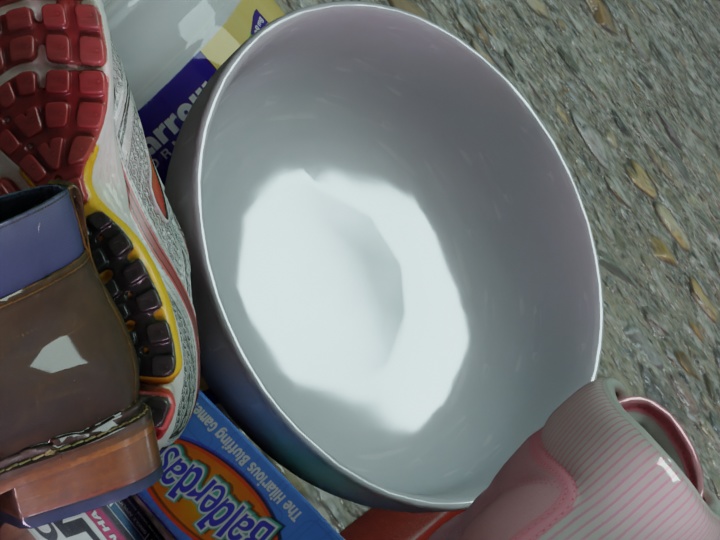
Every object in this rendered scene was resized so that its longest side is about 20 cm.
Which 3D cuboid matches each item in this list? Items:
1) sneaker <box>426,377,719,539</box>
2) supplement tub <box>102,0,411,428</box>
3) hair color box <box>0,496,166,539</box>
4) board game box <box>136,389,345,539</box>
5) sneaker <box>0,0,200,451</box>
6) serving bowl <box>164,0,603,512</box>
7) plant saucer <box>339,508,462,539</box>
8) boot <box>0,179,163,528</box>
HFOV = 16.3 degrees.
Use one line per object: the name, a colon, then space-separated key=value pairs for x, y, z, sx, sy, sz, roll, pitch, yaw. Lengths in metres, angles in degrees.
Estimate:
sneaker: x=0.070 y=0.096 z=0.859 sx=0.075 sy=0.105 sz=0.200 roll=46 pitch=-9 yaw=5
supplement tub: x=-0.073 y=-0.048 z=1.070 sx=0.200 sy=0.145 sz=0.145 roll=48 pitch=21 yaw=-16
hair color box: x=-0.120 y=0.127 z=0.804 sx=0.100 sy=0.060 sz=0.200 roll=52 pitch=21 yaw=-7
board game box: x=-0.011 y=0.128 z=0.933 sx=0.152 sy=0.045 sz=0.200 roll=42 pitch=-7 yaw=42
sneaker: x=-0.106 y=-0.028 z=0.867 sx=0.082 sy=0.078 sz=0.200 roll=32 pitch=44 yaw=-78
serving bowl: x=0.000 y=0.000 z=0.973 sx=0.200 sy=0.066 sz=0.201 roll=15 pitch=65 yaw=-36
plant saucer: x=0.077 y=0.184 z=1.197 sx=0.200 sy=0.037 sz=0.200 roll=56 pitch=19 yaw=3
boot: x=-0.154 y=0.038 z=0.734 sx=0.200 sy=0.075 sz=0.097 roll=-15 pitch=102 yaw=-37
